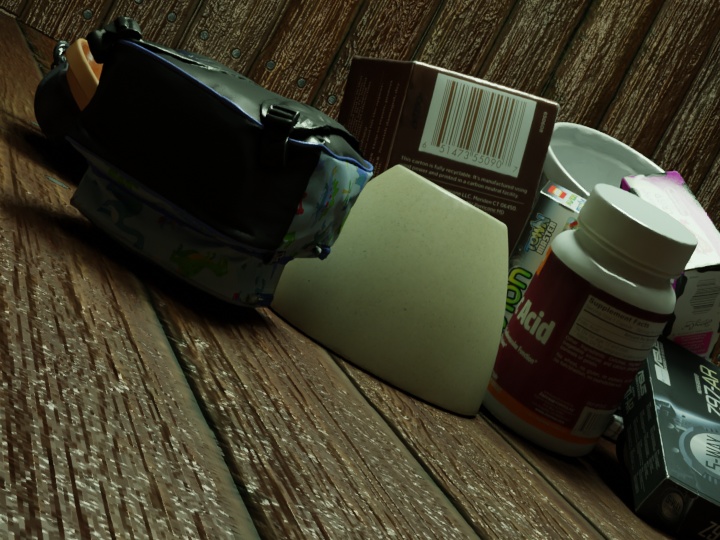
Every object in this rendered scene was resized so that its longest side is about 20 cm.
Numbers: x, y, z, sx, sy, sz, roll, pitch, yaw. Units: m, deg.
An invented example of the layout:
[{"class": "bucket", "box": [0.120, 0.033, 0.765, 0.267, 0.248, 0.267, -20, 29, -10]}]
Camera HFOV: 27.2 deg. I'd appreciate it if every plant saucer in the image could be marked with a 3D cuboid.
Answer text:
[{"class": "plant saucer", "box": [-0.195, -0.112, 1.305, 0.201, 0.032, 0.200, 53, 4, -5]}]

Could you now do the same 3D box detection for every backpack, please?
[{"class": "backpack", "box": [-0.097, -0.064, 1.041, 0.182, 0.148, 0.200, 29, 8, 16]}]

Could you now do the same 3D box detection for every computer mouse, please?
[{"class": "computer mouse", "box": [-0.260, -0.138, 1.375, 0.139, 0.052, 0.200, 54, 3, -13]}]

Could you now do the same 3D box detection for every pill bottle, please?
[{"class": "pill bottle", "box": [0.187, 0.040, 1.223, 0.113, 0.202, 0.114, 24, 17, -8]}]

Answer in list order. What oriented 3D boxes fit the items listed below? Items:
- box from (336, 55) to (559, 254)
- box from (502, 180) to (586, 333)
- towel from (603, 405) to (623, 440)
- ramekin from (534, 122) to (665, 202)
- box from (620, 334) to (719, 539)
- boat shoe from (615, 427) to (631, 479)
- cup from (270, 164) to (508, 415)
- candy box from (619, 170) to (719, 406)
[{"class": "box", "box": [0.073, -0.115, 1.505, 0.164, 0.166, 0.200, 13, 5, -19]}, {"class": "box", "box": [0.171, 0.034, 1.324, 0.109, 0.202, 0.035, 30, 29, 10]}, {"class": "towel", "box": [0.299, 0.140, 1.654, 0.164, 0.086, 0.200, 26, 5, -22]}, {"class": "ramekin", "box": [0.245, -0.048, 1.514, 0.198, 0.106, 0.201, 24, 29, -14]}, {"class": "box", "box": [0.293, 0.152, 1.233, 0.159, 0.044, 0.201, 29, 31, -14]}, {"class": "boat shoe", "box": [0.277, 0.165, 1.342, 0.198, 0.076, 0.066, 8, 3, -45]}, {"class": "cup", "box": [0.040, 0.003, 1.186, 0.199, 0.144, 0.200, 29, 4, -2]}, {"class": "candy box", "box": [0.271, 0.031, 1.363, 0.060, 0.202, 0.137, -7, 40, -14]}]
